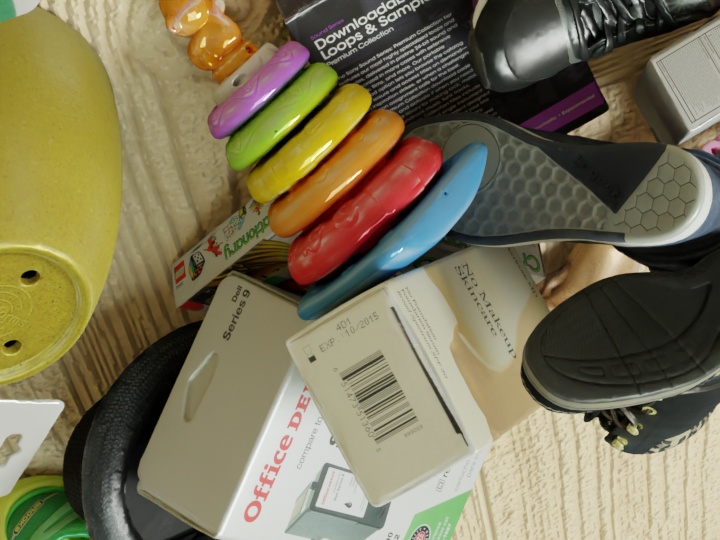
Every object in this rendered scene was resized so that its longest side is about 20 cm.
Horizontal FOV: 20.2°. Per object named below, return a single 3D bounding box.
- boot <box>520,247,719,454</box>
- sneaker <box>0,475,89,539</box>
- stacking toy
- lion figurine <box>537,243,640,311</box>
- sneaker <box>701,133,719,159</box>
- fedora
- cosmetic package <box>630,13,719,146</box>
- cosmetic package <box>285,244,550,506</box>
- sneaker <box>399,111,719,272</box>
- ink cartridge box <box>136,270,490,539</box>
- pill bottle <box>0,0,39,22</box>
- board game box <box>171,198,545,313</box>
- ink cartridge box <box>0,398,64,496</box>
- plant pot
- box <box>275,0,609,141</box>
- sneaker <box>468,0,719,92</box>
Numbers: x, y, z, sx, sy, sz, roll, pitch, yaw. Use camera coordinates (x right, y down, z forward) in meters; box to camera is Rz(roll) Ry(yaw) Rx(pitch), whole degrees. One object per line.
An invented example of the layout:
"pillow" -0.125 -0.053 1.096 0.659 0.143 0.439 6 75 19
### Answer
"boot" 0.157 0.062 1.137 0.203 0.074 0.154 -20 155 -31
"sneaker" -0.147 0.180 1.343 0.199 0.084 0.074 -3 134 -26
"stacking toy" -0.041 -0.081 1.093 0.200 0.116 0.110 47 139 -8
"lion figurine" 0.166 -0.005 1.347 0.122 0.073 0.201 12 112 -27
"sneaker" 0.276 -0.058 1.272 0.200 0.095 0.079 -44 145 -21
"fedora" -0.116 0.118 1.272 0.200 0.091 0.202 -6 98 -47
"cosmetic package" 0.207 -0.114 1.177 0.082 0.051 0.200 -29 177 3
"cosmetic package" 0.046 0.050 1.123 0.071 0.106 0.200 -30 178 24
"sneaker" 0.130 -0.043 1.178 0.146 0.201 0.077 6 94 -59
"ink cartridge box" -0.019 0.102 1.226 0.199 0.084 0.147 22 91 -46
"pill bottle" -0.258 -0.144 0.933 0.199 0.113 0.113 -20 139 -8
"board game box" 0.000 0.000 1.248 0.199 0.035 0.126 13 145 -37
"ink cartridge box" -0.285 0.076 1.163 0.199 0.067 0.116 4 143 -31
"plant pot" -0.207 -0.023 1.061 0.199 0.142 0.201 -15 138 -14
"box" 0.051 -0.127 1.174 0.142 0.036 0.200 -29 140 4
"sneaker" 0.150 -0.160 1.107 0.200 0.087 0.076 -36 125 -23
